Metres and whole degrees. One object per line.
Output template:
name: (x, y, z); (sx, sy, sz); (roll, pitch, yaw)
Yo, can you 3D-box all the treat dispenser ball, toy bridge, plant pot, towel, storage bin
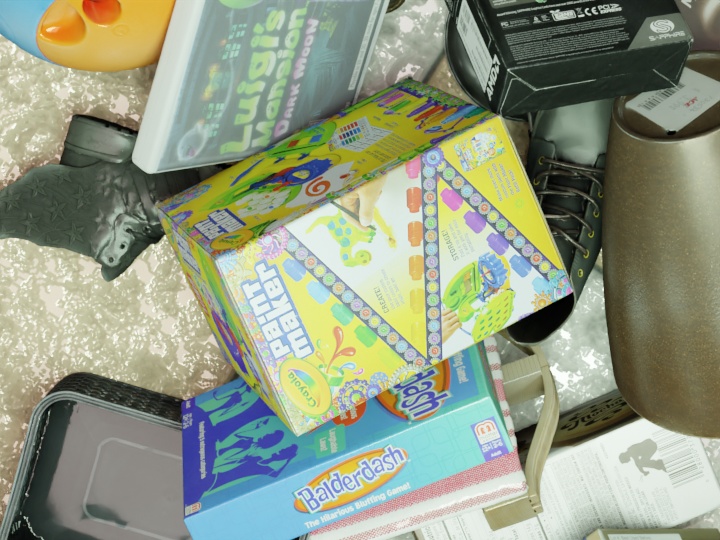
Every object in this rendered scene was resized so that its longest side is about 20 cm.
treat dispenser ball: (-0.164, -0.227, 1.579); (0.199, 0.201, 0.202); (0, 95, 1)
toy bridge: (0.093, 0.076, 1.623); (0.067, 0.201, 0.027); (-19, 137, 7)
plant pot: (0.225, -0.031, 1.555); (0.186, 0.187, 0.201); (-20, 125, 3)
towel: (0.025, 0.088, 1.609); (0.146, 0.201, 0.030); (-19, 139, 10)
storage bin: (-0.132, 0.161, 1.669); (0.199, 0.094, 0.136); (16, 96, 0)

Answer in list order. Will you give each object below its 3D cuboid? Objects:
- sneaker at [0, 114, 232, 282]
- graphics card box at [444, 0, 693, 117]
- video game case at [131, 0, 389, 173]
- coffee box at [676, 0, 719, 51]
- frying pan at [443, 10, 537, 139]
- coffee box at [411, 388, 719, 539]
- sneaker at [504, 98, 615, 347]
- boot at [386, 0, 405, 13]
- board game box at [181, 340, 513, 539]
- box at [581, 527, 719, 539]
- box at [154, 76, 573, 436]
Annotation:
sneaker: (-0.148, -0.037, 1.670); (0.199, 0.060, 0.105); (20, 94, 4)
graphics card box: (0.110, -0.191, 1.520); (0.125, 0.051, 0.201); (-11, 56, -17)
video game case: (-0.050, -0.161, 1.578); (0.023, 0.181, 0.201); (37, 122, 33)
coffee box: (0.271, -0.155, 1.624); (0.199, 0.080, 0.113); (34, 85, -3)
frying pan: (0.104, -0.121, 1.673); (0.114, 0.031, 0.191); (14, 92, 0)
coffee box: (0.132, 0.148, 1.653); (0.199, 0.113, 0.080); (-23, 97, 4)
sneaker: (0.139, -0.051, 1.603); (0.074, 0.106, 0.201); (12, 119, 6)
boot: (-0.026, -0.259, 1.625); (0.074, 0.097, 0.201); (-28, 94, 3)
board game box: (-0.013, 0.096, 1.533); (0.199, 0.152, 0.045); (-22, 115, 5)
box: (0.136, 0.230, 1.634); (0.200, 0.121, 0.033); (-44, 57, 35)
box: (-0.004, -0.016, 1.538); (0.192, 0.200, 0.123); (-27, 107, -8)
